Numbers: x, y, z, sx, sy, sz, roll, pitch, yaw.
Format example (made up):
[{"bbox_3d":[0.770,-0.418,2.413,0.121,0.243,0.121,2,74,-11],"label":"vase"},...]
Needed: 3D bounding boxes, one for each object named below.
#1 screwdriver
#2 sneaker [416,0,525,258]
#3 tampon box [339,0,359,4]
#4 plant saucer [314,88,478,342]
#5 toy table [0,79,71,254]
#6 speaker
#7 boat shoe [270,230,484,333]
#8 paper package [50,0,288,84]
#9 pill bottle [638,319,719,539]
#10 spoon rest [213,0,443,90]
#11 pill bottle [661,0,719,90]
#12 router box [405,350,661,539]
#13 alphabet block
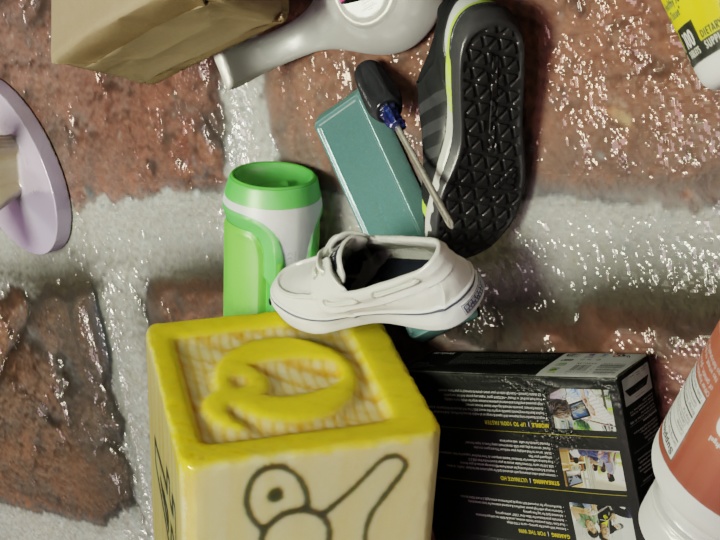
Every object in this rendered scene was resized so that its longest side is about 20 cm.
[{"bbox_3d":[0.034,-0.095,0.960,0.029,0.028,0.201,-59,35,23],"label":"screwdriver"},{"bbox_3d":[0.077,-0.107,0.968,0.083,0.071,0.203,-128,40,-55],"label":"sneaker"},{"bbox_3d":[0.046,-0.265,0.825,0.200,0.125,0.152,-175,69,-75],"label":"tampon box"},{"bbox_3d":[0.024,-0.043,1.056,0.070,0.019,0.202,-27,85,44],"label":"plant saucer"},{"bbox_3d":[-0.387,-0.099,1.338,0.200,0.116,0.185,50,131,18],"label":"toy table"},{"bbox_3d":[-0.075,0.016,1.119,0.088,0.088,0.203,20,117,36],"label":"speaker"},{"bbox_3d":[0.000,0.000,0.991,0.198,0.074,0.066,-5,137,40],"label":"boat shoe"},{"bbox_3d":[-0.151,-0.266,1.029,0.189,0.103,0.203,-15,72,43],"label":"paper package"},{"bbox_3d":[0.251,0.099,0.836,0.112,0.112,0.202,38,127,26],"label":"pill bottle"},{"bbox_3d":[-0.022,-0.197,1.025,0.198,0.060,0.101,-20,92,31],"label":"spoon rest"},{"bbox_3d":[0.205,-0.216,0.765,0.112,0.112,0.202,-28,85,44],"label":"pill bottle"},{"bbox_3d":[0.130,0.138,0.999,0.198,0.051,0.151,-1,106,42],"label":"router box"},{"bbox_3d":[-0.059,0.164,1.030,0.197,0.192,0.203,-124,33,-57],"label":"alphabet block"}]
